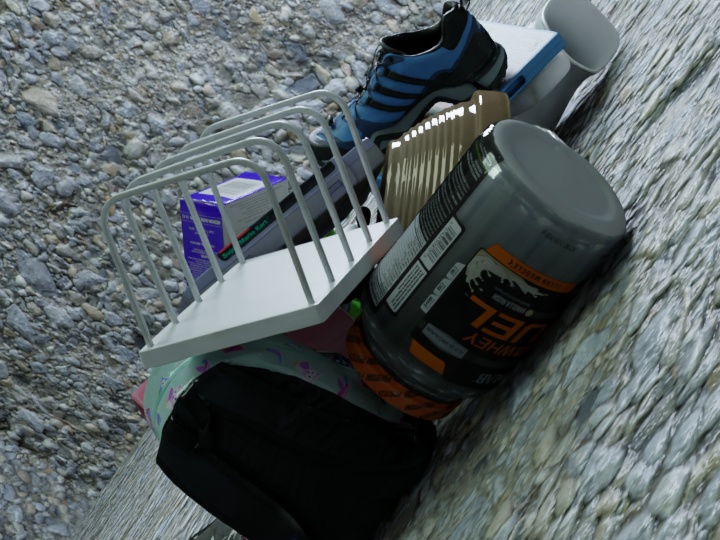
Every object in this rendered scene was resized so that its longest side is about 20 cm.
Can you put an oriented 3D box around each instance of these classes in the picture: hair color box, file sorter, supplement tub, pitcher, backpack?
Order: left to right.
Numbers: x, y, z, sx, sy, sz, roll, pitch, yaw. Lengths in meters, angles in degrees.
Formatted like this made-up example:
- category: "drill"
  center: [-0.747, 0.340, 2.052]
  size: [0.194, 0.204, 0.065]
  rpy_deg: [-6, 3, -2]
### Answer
- category: "hair color box"
  center: [-0.124, 0.009, 1.887]
  size: [0.109, 0.065, 0.200]
  rpy_deg: [-26, -62, -49]
- category: "file sorter"
  center: [-0.078, -0.035, 1.291]
  size: [0.139, 0.125, 0.200]
  rpy_deg: [-16, 13, 22]
- category: "backpack"
  center: [-0.065, 0.122, 1.344]
  size: [0.167, 0.200, 0.127]
  rpy_deg: [-57, 25, 8]
- category: "supplement tub"
  center: [0.082, 0.004, 1.277]
  size: [0.200, 0.122, 0.123]
  rpy_deg: [-53, 7, 27]
- category: "pitcher"
  center: [0.137, -0.161, 1.720]
  size: [0.200, 0.121, 0.172]
  rpy_deg: [-40, 6, 33]

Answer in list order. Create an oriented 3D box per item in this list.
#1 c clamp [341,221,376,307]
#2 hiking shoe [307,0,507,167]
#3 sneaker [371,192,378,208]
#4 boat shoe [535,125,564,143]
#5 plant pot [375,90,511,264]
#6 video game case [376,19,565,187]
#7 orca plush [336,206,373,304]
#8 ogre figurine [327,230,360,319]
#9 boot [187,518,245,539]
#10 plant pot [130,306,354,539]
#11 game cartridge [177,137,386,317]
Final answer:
- category: "c clamp"
  center: [0.018, -0.013, 1.753]
  size: [0.027, 0.171, 0.200]
  rpy_deg: [11, 57, 38]
- category: "hiking shoe"
  center: [0.028, -0.167, 1.611]
  size: [0.200, 0.087, 0.074]
  rpy_deg: [-31, 29, 14]
- category: "sneaker"
  center: [0.046, -0.063, 1.658]
  size: [0.200, 0.121, 0.084]
  rpy_deg: [-35, -36, -49]
- category: "boat shoe"
  center: [0.143, -0.094, 1.562]
  size: [0.200, 0.066, 0.072]
  rpy_deg: [-165, 78, -87]
- category: "plant pot"
  center: [0.062, -0.051, 1.486]
  size: [0.201, 0.092, 0.201]
  rpy_deg: [-172, 90, -88]
- category: "video game case"
  center: [0.076, -0.149, 1.642]
  size: [0.200, 0.018, 0.143]
  rpy_deg: [-45, 30, -13]
- category: "orca plush"
  center: [0.000, 0.000, 1.595]
  size: [0.105, 0.071, 0.200]
  rpy_deg: [-53, -2, -12]
- category: "ogre figurine"
  center: [-0.012, 0.021, 1.839]
  size: [0.098, 0.120, 0.200]
  rpy_deg: [-48, 15, -7]
- category: "boot"
  center: [-0.130, 0.280, 1.700]
  size: [0.200, 0.070, 0.132]
  rpy_deg: [-59, 11, 7]
- category: "plant pot"
  center: [-0.063, 0.122, 1.528]
  size: [0.179, 0.200, 0.200]
  rpy_deg: [-41, 4, -10]
- category: "game cartridge"
  center: [-0.068, -0.024, 1.495]
  size: [0.200, 0.038, 0.130]
  rpy_deg: [-41, -10, -16]
